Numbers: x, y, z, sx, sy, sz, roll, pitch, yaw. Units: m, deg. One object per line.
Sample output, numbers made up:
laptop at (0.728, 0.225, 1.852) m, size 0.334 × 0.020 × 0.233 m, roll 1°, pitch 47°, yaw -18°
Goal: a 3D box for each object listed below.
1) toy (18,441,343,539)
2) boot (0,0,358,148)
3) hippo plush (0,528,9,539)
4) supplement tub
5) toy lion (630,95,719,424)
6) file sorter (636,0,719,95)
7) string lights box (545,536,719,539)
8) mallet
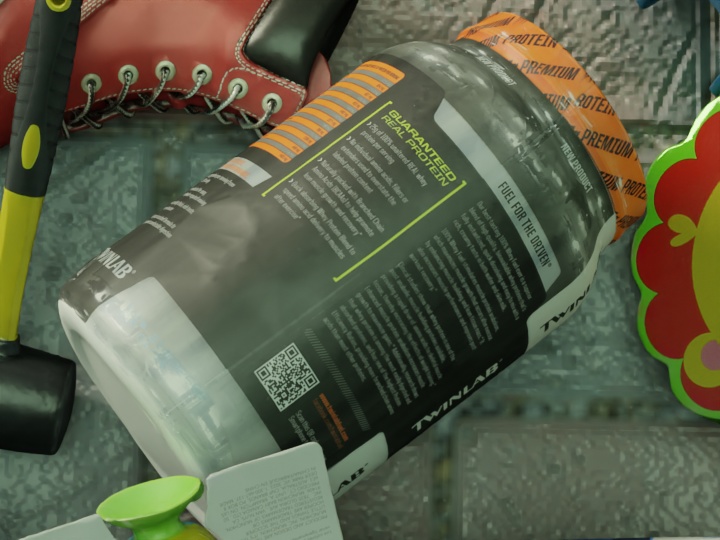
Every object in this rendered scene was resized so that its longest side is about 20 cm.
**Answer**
toy at (-0.049, 0.162, 0.706) m, size 0.115 × 0.047 × 0.201 m, roll -17°, pitch 108°, yaw -14°
boot at (-0.094, -0.067, 0.804) m, size 0.144 × 0.072 × 0.200 m, roll 40°, pitch 79°, yaw 3°
hippo plush at (-0.181, 0.181, 0.740) m, size 0.160 × 0.200 × 0.160 m, roll -28°, pitch 70°, yaw 20°
supplement tub at (0.000, 0.000, 0.762) m, size 0.200 × 0.123 × 0.123 m, roll -36°, pitch 84°, yaw -12°
toy lion at (0.200, -0.024, 0.774) m, size 0.191 × 0.069 × 0.201 m, roll 20°, pitch 89°, yaw 32°
file sorter at (0.132, -0.187, 0.797) m, size 0.139 × 0.123 × 0.200 m, roll -39°, pitch 84°, yaw -6°
string lights box at (0.042, 0.152, 0.763) m, size 0.199 × 0.059 × 0.103 m, roll -4°, pitch 82°, yaw 9°
mallet at (-0.116, -0.020, 0.769) m, size 0.066 × 0.041 × 0.201 m, roll 19°, pitch 112°, yaw -7°
